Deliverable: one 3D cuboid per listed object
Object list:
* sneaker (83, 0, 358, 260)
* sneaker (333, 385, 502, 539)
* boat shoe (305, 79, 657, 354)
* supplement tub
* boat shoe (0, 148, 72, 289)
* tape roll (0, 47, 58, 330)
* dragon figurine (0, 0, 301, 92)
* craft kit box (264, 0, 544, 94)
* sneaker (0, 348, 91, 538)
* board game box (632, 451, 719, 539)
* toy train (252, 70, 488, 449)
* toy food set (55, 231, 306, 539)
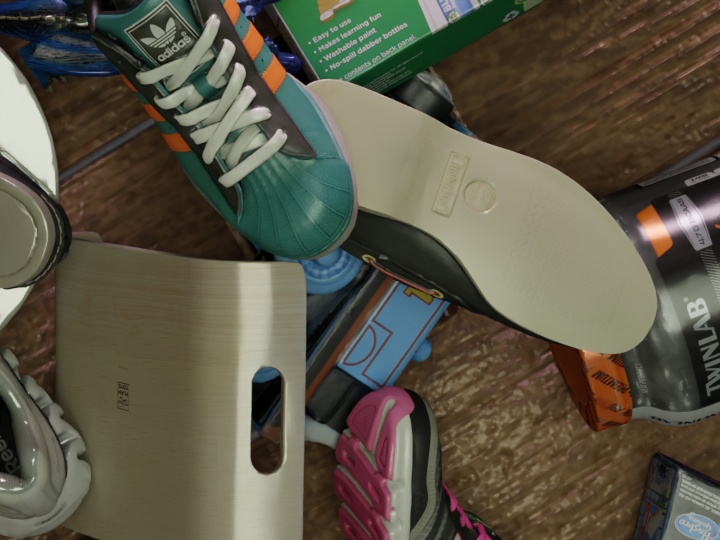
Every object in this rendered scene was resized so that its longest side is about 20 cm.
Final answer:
[{"bbox_3d":[-0.076,-0.090,1.279,0.071,0.080,0.200,-37,77,12],"label":"sneaker"},{"bbox_3d":[0.043,0.139,1.437,0.087,0.074,0.200,-16,118,-15],"label":"sneaker"},{"bbox_3d":[0.046,-0.022,1.353,0.201,0.063,0.074,29,73,-8],"label":"boat shoe"},{"bbox_3d":[0.191,0.002,1.433,0.200,0.123,0.123,-21,96,-5],"label":"supplement tub"},{"bbox_3d":[-0.224,-0.053,1.375,0.200,0.063,0.073,30,101,12],"label":"boat shoe"},{"bbox_3d":[-0.249,-0.041,1.422,0.202,0.037,0.203,-1,95,-7],"label":"tape roll"},{"bbox_3d":[-0.128,-0.118,1.367,0.200,0.099,0.059,4,87,-8],"label":"dragon figurine"},{"bbox_3d":[0.022,-0.206,1.404,0.200,0.049,0.198,-31,71,-4],"label":"craft kit box"},{"bbox_3d":[-0.204,0.037,1.362,0.075,0.081,0.200,-42,81,-2],"label":"sneaker"},{"bbox_3d":[0.199,0.227,1.481,0.200,0.062,0.200,27,92,-8],"label":"board game box"},{"bbox_3d":[0.000,0.000,1.428,0.114,0.087,0.200,33,93,-20],"label":"toy train"},{"bbox_3d":[-0.086,0.059,1.371,0.060,0.200,0.144,-2,95,-31],"label":"toy food set"}]
